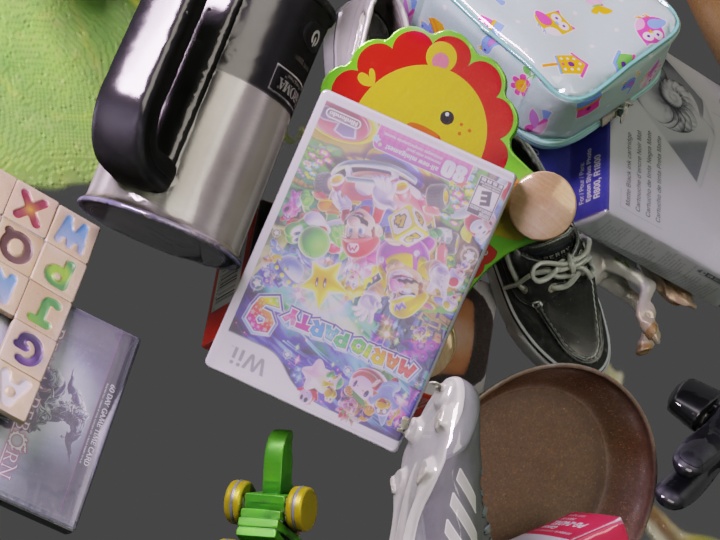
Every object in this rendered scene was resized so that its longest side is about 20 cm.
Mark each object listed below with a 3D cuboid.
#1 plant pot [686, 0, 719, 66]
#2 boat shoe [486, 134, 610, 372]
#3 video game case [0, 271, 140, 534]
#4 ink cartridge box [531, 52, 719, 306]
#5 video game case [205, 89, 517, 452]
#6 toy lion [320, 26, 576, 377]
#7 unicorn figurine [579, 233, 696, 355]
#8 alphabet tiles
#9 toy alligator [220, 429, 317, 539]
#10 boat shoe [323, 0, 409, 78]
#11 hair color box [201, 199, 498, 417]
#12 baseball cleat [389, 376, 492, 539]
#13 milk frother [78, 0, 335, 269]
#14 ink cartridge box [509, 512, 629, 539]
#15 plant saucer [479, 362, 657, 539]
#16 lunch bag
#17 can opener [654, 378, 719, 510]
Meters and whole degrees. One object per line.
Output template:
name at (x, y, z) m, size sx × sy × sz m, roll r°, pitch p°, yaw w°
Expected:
plant pot at (0.364, -0.187, 1.823) m, size 0.186 × 0.186 × 0.201 m, roll -26°, pitch 104°, yaw -32°
boat shoe at (0.132, -0.010, 1.611) m, size 0.073 × 0.068 × 0.201 m, roll -25°, pitch 98°, yaw -23°
video game case at (-0.253, 0.068, 1.479) m, size 0.199 × 0.019 × 0.144 m, roll 27°, pitch 65°, yaw -20°
ink cartridge box at (0.212, -0.095, 1.735) m, size 0.199 × 0.041 × 0.201 m, roll 26°, pitch 48°, yaw -26°
video game case at (0.000, 0.000, 1.504) m, size 0.142 × 0.018 × 0.201 m, roll 24°, pitch 93°, yaw 5°
toy lion at (0.038, -0.056, 1.542) m, size 0.191 × 0.069 × 0.200 m, roll 41°, pitch 94°, yaw 3°
unicorn figurine at (0.154, 0.004, 1.703) m, size 0.199 × 0.074 × 0.138 m, roll -6°, pitch 68°, yaw -43°
alphabet tiles at (-0.277, -0.014, 1.472) m, size 0.199 × 0.008 × 0.168 m, roll 31°, pitch 50°, yaw -18°
toy alligator at (-0.065, 0.208, 1.527) m, size 0.054 × 0.059 × 0.201 m, roll 49°, pitch 47°, yaw -58°
boat shoe at (0.017, -0.107, 1.652) m, size 0.071 × 0.066 × 0.202 m, roll 7°, pitch 72°, yaw -28°
hair color box at (-0.005, 0.033, 1.603) m, size 0.199 × 0.061 × 0.102 m, roll 19°, pitch 67°, yaw -24°
baseball cleat at (0.064, 0.175, 1.476) m, size 0.106 × 0.070 × 0.202 m, roll 18°, pitch 83°, yaw -20°
milk frother at (-0.150, -0.128, 1.530) m, size 0.180 × 0.199 × 0.189 m, roll 34°, pitch 74°, yaw -49°
ink cartridge box at (0.101, 0.269, 1.552) m, size 0.199 × 0.083 × 0.146 m, roll -20°, pitch 96°, yaw -21°
plant saucer at (0.120, 0.158, 1.616) m, size 0.199 × 0.037 × 0.202 m, roll -9°, pitch 110°, yaw -26°
lunch bag at (0.134, -0.189, 1.698) m, size 0.200 × 0.077 × 0.160 m, roll 43°, pitch 53°, yaw 18°
can opener at (0.251, 0.138, 1.678) m, size 0.078 × 0.064 × 0.200 m, roll 21°, pitch 20°, yaw 13°
